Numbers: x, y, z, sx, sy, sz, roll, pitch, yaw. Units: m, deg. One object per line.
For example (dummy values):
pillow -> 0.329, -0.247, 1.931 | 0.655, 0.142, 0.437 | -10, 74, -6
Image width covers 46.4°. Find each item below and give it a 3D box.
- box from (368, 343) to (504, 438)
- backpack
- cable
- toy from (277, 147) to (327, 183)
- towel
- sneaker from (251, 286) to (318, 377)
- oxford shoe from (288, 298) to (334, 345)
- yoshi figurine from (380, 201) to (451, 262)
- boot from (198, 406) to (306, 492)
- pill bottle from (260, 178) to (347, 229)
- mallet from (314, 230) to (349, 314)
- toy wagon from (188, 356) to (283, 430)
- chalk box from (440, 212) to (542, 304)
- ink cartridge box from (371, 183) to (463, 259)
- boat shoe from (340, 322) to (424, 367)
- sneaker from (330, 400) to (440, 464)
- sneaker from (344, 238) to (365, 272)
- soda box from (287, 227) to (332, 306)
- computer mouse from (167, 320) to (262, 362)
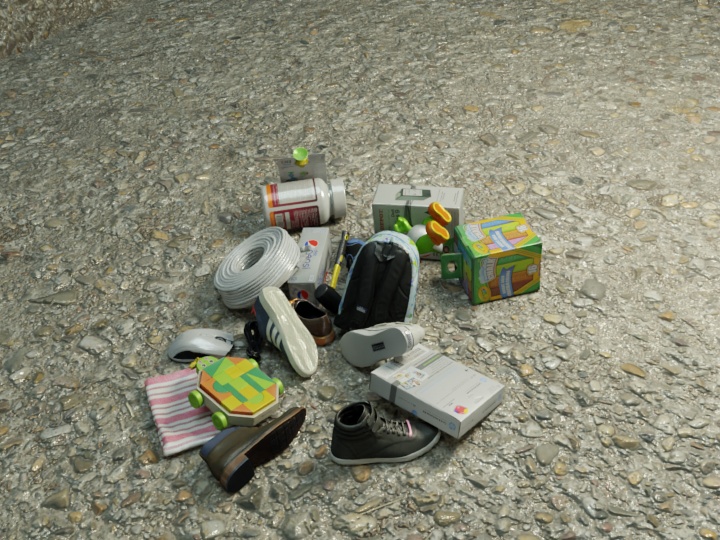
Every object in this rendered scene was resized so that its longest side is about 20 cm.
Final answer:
box -> 0.138, 0.212, 1.519 | 0.198, 0.042, 0.155 | 23, 31, 32
backpack -> 0.045, 0.023, 1.666 | 0.160, 0.204, 0.154 | 15, 30, 16
cable -> -0.222, -0.007, 1.796 | 0.198, 0.070, 0.201 | 5, 48, 49
toy -> -0.139, -0.236, 2.033 | 0.113, 0.201, 0.048 | -8, 68, -3
towel -> -0.317, 0.250, 1.566 | 0.144, 0.030, 0.201 | -18, 40, -15
sneaker -> -0.154, 0.134, 1.662 | 0.074, 0.085, 0.202 | -4, 57, -45
oxford shoe -> -0.136, 0.082, 1.723 | 0.197, 0.074, 0.071 | 18, 43, 28
yoshi figurine -> 0.096, -0.066, 1.784 | 0.111, 0.199, 0.114 | -10, 70, -44
boot -> -0.188, 0.287, 1.466 | 0.096, 0.076, 0.199 | 28, 51, 32
pill bottle -> -0.134, -0.160, 2.005 | 0.196, 0.111, 0.110 | -8, 37, -5
mallet -> -0.057, -0.008, 1.788 | 0.041, 0.066, 0.203 | -21, 49, 36
toy wagon -> -0.245, 0.212, 1.558 | 0.199, 0.040, 0.154 | 34, 39, 28
chalk box -> 0.266, -0.021, 1.765 | 0.196, 0.127, 0.125 | -13, 37, -8
ink cartridge box -> 0.129, -0.107, 1.874 | 0.196, 0.148, 0.085 | 4, 39, 13
boat shoe -> 0.041, 0.134, 1.594 | 0.065, 0.073, 0.199 | -16, -4, -41
sneaker -> 0.042, 0.270, 1.437 | 0.196, 0.101, 0.071 | -8, 35, -5
sneaker -> 0.000, 0.000, 1.815 | 0.077, 0.071, 0.200 | -19, 39, -25
soda box -> -0.108, -0.009, 1.841 | 0.062, 0.069, 0.202 | -1, 37, 9
computer mouse -> -0.294, 0.145, 1.687 | 0.195, 0.045, 0.111 | -4, 39, 2
